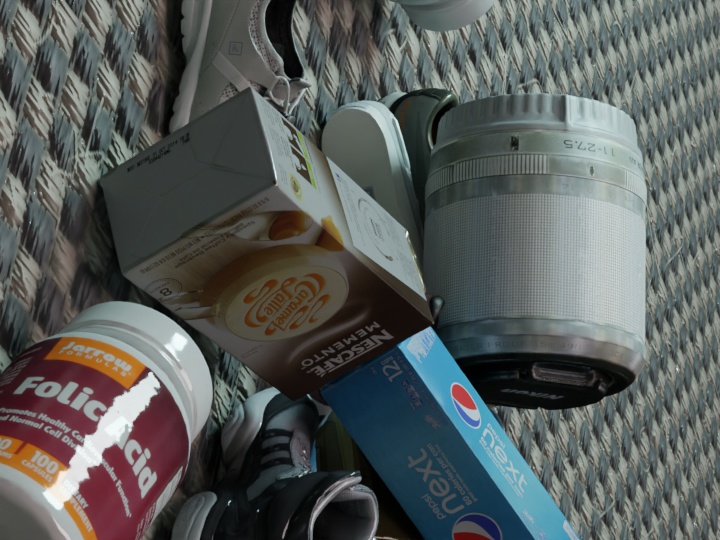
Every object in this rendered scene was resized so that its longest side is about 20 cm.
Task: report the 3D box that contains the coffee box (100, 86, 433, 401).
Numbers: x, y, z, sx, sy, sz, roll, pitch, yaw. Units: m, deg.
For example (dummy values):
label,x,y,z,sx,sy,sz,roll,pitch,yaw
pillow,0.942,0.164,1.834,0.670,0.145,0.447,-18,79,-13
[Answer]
label,x,y,z,sx,sy,sz,roll,pitch,yaw
coffee box,-0.054,-0.012,1.507,0.200,0.114,0.080,39,27,-50

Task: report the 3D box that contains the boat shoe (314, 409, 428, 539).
label,x,y,z,sx,sy,sz,roll,pitch,yaw
boat shoe,0.001,0.172,1.628,0.073,0.063,0.201,20,44,-31

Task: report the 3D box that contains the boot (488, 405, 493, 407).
label,x,y,z,sx,sy,sz,roll,pitch,yaw
boot,0.067,0.013,1.921,0.138,0.077,0.201,-6,86,-58

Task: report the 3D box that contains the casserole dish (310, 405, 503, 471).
label,x,y,z,sx,sy,sz,roll,pitch,yaw
casserole dish,0.024,0.141,1.735,0.200,0.121,0.039,-55,169,-48

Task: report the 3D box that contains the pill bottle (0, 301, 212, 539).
label,x,y,z,sx,sy,sz,roll,pitch,yaw
pill bottle,-0.157,0.103,1.288,0.200,0.114,0.115,-55,136,-57

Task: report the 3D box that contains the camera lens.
label,x,y,z,sx,sy,sz,roll,pitch,yaw
camera lens,0.124,-0.009,1.749,0.160,0.159,0.201,34,55,-63

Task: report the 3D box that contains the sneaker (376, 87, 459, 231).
label,x,y,z,sx,sy,sz,roll,pitch,yaw
sneaker,0.073,-0.045,1.864,0.074,0.079,0.201,-31,100,-41

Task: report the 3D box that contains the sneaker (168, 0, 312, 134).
label,x,y,z,sx,sy,sz,roll,pitch,yaw
sneaker,-0.072,-0.107,1.566,0.075,0.082,0.201,-7,98,-68

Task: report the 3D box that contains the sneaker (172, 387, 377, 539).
label,x,y,z,sx,sy,sz,roll,pitch,yaw
sneaker,-0.037,0.141,1.559,0.200,0.113,0.076,-59,140,-54

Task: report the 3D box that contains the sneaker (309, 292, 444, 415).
label,x,y,z,sx,sy,sz,roll,pitch,yaw
sneaker,0.000,0.000,1.688,0.076,0.115,0.201,-41,125,-63

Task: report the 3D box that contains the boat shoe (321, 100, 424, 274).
label,x,y,z,sx,sy,sz,roll,pitch,yaw
boat shoe,0.017,-0.028,1.811,0.068,0.072,0.201,-32,107,-65

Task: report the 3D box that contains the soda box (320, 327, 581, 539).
label,x,y,z,sx,sy,sz,roll,pitch,yaw
soda box,0.062,0.132,1.611,0.200,0.068,0.064,55,24,-9

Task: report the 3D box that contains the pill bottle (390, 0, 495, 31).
label,x,y,z,sx,sy,sz,roll,pitch,yaw
pill bottle,0.037,-0.269,1.828,0.200,0.110,0.111,56,37,-51
